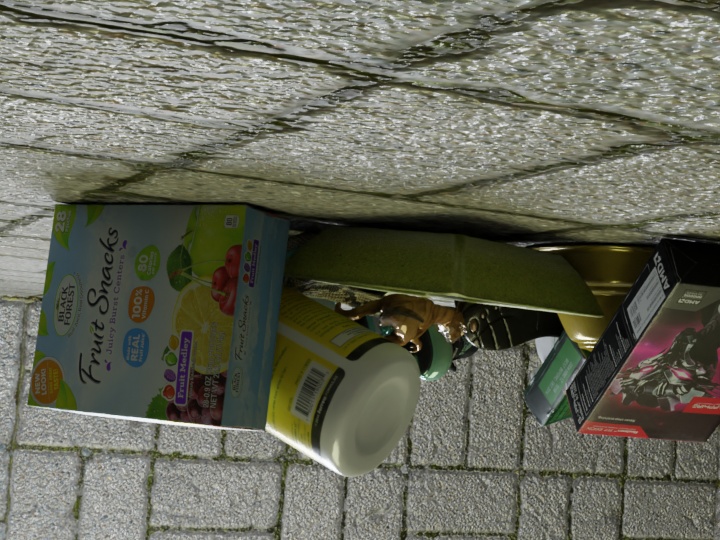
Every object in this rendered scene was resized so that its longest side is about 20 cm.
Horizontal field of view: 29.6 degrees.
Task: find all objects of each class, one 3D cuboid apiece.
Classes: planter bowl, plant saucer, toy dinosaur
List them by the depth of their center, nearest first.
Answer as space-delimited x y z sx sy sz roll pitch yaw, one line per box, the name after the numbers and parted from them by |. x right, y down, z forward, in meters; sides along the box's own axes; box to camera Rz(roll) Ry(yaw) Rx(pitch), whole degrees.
0.068 -0.002 1.108 0.199 0.048 0.199 6 178 43 | plant saucer
0.031 0.037 1.147 0.106 0.061 0.200 -22 170 19 | toy dinosaur
0.237 0.030 1.182 0.199 0.084 0.200 5 176 0 | planter bowl

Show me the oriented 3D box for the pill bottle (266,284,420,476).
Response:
-0.058 0.077 1.115 0.199 0.113 0.112 27 -172 31 | pill bottle

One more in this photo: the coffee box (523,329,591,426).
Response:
0.265 0.079 1.316 0.199 0.044 0.123 -13 148 -28 | coffee box

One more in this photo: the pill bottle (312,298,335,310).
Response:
-0.125 0.048 1.257 0.198 0.113 0.112 5 176 -5 | pill bottle

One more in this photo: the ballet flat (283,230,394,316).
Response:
0.000 0.000 1.221 0.075 0.068 0.200 -24 160 28 | ballet flat

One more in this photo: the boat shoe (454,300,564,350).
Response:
0.184 0.024 1.322 0.198 0.076 0.074 -3 -150 -16 | boat shoe

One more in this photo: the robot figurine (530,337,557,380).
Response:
0.259 0.079 1.502 0.113 0.169 0.200 48 178 -7 | robot figurine

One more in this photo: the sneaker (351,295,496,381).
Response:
0.084 0.068 1.352 0.139 0.078 0.200 14 -169 -23 | sneaker

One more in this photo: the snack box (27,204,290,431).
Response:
-0.162 0.035 1.078 0.199 0.170 0.068 1 171 32 | snack box

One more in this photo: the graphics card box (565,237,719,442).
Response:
0.260 0.062 1.091 0.125 0.051 0.201 7 136 -16 | graphics card box
